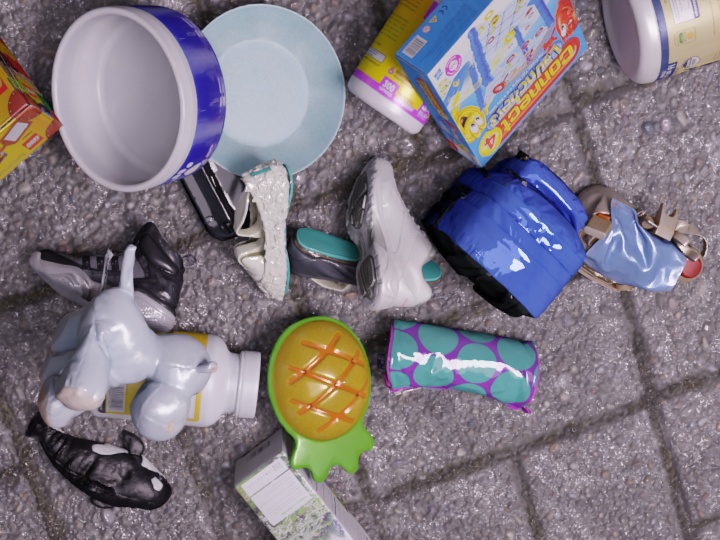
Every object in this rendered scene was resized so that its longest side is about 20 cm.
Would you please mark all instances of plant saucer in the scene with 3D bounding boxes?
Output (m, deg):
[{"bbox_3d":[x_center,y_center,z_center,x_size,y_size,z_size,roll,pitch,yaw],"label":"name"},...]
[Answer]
[{"bbox_3d":[-0.117,-0.208,1.353,0.198,0.039,0.204,-2,95,-19],"label":"plant saucer"}]

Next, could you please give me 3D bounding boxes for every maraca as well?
[{"bbox_3d":[-0.046,0.157,1.414,0.136,0.107,0.203,-11,95,-20],"label":"maraca"}]

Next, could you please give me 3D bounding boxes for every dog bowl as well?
[{"bbox_3d":[-0.248,-0.193,1.285,0.198,0.079,0.203,9,107,31],"label":"dog bowl"}]

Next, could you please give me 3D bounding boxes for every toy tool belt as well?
[{"bbox_3d":[0.347,-0.024,1.409,0.198,0.123,0.126,21,100,-10],"label":"toy tool belt"}]

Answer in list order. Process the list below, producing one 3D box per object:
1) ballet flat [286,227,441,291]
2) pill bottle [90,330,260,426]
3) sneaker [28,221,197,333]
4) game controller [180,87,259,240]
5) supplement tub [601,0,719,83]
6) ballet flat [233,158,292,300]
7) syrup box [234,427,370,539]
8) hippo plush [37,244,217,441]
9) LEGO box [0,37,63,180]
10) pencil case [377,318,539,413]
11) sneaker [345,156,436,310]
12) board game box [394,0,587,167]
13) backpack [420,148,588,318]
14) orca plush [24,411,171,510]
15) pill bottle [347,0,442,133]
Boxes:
[{"bbox_3d":[0.000,0.000,1.416,0.198,0.073,0.074,13,101,-15],"label":"ballet flat"},{"bbox_3d":[-0.224,0.129,1.394,0.197,0.112,0.113,6,102,-7],"label":"pill bottle"},{"bbox_3d":[-0.292,-0.008,1.379,0.198,0.076,0.115,21,70,14],"label":"sneaker"},{"bbox_3d":[-0.174,-0.139,1.382,0.104,0.042,0.202,-30,105,-13],"label":"game controller"},{"bbox_3d":[0.396,-0.312,1.339,0.198,0.144,0.146,-16,104,-1],"label":"supplement tub"},{"bbox_3d":[-0.120,-0.044,1.356,0.071,0.072,0.202,1,129,-6],"label":"ballet flat"},{"bbox_3d":[-0.070,0.310,1.464,0.078,0.082,0.201,-36,104,5],"label":"syrup box"},{"bbox_3d":[-0.253,0.102,1.285,0.160,0.159,0.202,29,72,-26],"label":"hippo plush"},{"bbox_3d":[-0.461,-0.162,1.292,0.199,0.077,0.149,-39,73,4],"label":"LEGO box"},{"bbox_3d":[0.124,0.120,1.439,0.197,0.085,0.094,8,86,-7],"label":"pencil case"},{"bbox_3d":[0.041,-0.041,1.375,0.098,0.078,0.202,8,63,-26],"label":"sneaker"},{"bbox_3d":[0.154,-0.249,1.300,0.200,0.056,0.196,-49,145,-4],"label":"board game box"},{"bbox_3d":[0.175,-0.048,1.348,0.162,0.200,0.168,37,97,-11],"label":"backpack"},{"bbox_3d":[-0.325,0.244,1.430,0.105,0.071,0.200,-43,103,5],"label":"orca plush"},{"bbox_3d":[0.078,-0.268,1.338,0.104,0.104,0.201,32,98,-11],"label":"pill bottle"}]
